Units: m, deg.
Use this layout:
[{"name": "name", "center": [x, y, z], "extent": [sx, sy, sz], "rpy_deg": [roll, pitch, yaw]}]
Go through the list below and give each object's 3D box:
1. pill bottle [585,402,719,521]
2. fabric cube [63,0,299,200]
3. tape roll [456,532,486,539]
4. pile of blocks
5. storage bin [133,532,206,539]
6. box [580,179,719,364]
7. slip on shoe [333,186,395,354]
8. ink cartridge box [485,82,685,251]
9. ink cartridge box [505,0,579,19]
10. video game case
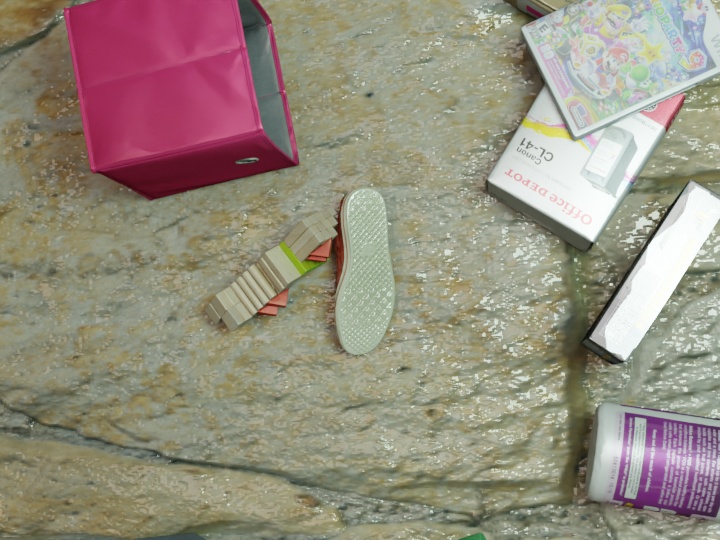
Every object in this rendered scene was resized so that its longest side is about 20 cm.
[{"name": "pill bottle", "center": [0.353, 0.212, 1.172], "extent": [0.200, 0.112, 0.113], "rpy_deg": [8, 85, 10]}, {"name": "fabric cube", "center": [-0.202, -0.209, 1.254], "extent": [0.199, 0.196, 0.200], "rpy_deg": [-13, 83, 7]}, {"name": "tape roll", "center": [0.139, 0.383, 1.141], "extent": [0.048, 0.200, 0.201], "rpy_deg": [-19, 82, 6]}, {"name": "pile of blocks", "center": [-0.093, 0.010, 1.278], "extent": [0.200, 0.082, 0.062], "rpy_deg": [-39, 82, 17]}, {"name": "storage bin", "center": [-0.194, 0.374, 1.205], "extent": [0.134, 0.200, 0.146], "rpy_deg": [28, 89, 21]}, {"name": "box", "center": [0.318, 0.008, 1.175], "extent": [0.048, 0.158, 0.200], "rpy_deg": [33, 89, 10]}, {"name": "slip on shoe", "center": [0.000, 0.000, 1.276], "extent": [0.074, 0.061, 0.200], "rpy_deg": [-2, 97, -16]}, {"name": "ink cartridge box", "center": [0.256, -0.145, 1.236], "extent": [0.147, 0.086, 0.200], "rpy_deg": [31, 88, 10]}, {"name": "ink cartridge box", "center": [0.288, -0.347, 1.257], "extent": [0.200, 0.075, 0.165], "rpy_deg": [34, 91, 10]}, {"name": "video game case", "center": [0.298, -0.249, 1.192], "extent": [0.200, 0.018, 0.143], "rpy_deg": [-24, 79, 3]}]
